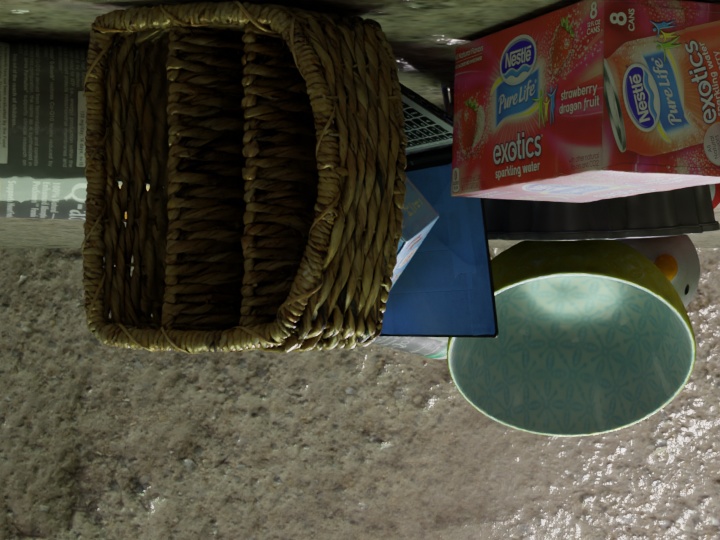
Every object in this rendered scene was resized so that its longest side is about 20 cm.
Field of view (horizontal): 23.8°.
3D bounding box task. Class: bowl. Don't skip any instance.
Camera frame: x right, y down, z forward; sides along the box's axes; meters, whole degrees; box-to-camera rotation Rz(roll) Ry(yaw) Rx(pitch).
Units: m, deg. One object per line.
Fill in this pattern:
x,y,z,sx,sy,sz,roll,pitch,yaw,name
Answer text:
0.168,0.032,1.388,0.198,0.108,0.201,1,136,1,bowl

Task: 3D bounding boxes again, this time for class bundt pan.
0.171,-0.066,1.294,0.199,0.077,0.202,-3,-176,0,bundt pan

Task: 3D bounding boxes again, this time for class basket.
-0.067,-0.052,0.995,0.148,0.203,0.142,3,178,-36,basket

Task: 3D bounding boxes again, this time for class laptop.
-0.004,-0.051,1.192,0.199,0.117,0.187,30,165,-22,laptop

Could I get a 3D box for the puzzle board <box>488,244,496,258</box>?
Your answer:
0.025,-0.068,1.644,0.199,0.017,0.151,5,140,46,puzzle board

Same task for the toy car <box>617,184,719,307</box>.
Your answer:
0.251,-0.026,1.465,0.182,0.203,0.177,1,178,-11,toy car

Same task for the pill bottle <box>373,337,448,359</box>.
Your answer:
0.000,0.000,1.423,0.198,0.114,0.113,16,171,-29,pill bottle

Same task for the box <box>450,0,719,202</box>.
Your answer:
0.135,-0.097,1.026,0.094,0.101,0.200,2,178,-21,box

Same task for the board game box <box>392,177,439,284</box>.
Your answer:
-0.028,-0.048,1.183,0.036,0.152,0.200,-36,172,-21,board game box

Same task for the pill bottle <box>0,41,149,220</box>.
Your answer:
-0.180,-0.092,1.148,0.198,0.118,0.116,2,178,-12,pill bottle

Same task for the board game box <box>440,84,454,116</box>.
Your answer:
0.125,-0.121,1.245,0.156,0.039,0.200,-1,-176,14,board game box
